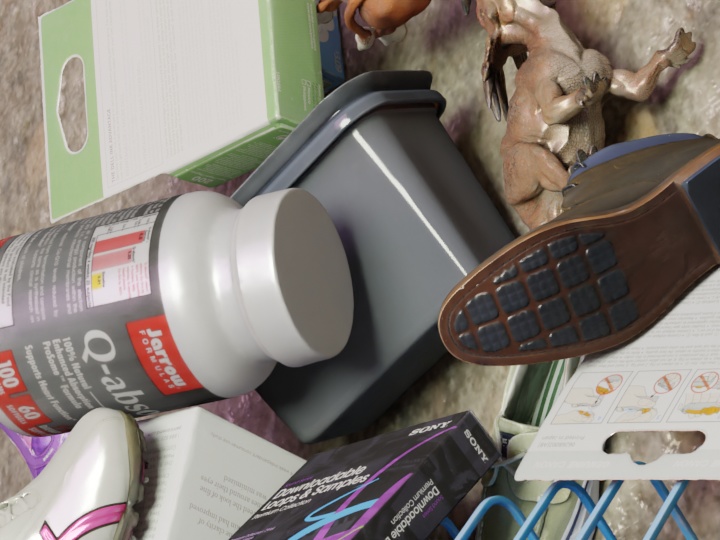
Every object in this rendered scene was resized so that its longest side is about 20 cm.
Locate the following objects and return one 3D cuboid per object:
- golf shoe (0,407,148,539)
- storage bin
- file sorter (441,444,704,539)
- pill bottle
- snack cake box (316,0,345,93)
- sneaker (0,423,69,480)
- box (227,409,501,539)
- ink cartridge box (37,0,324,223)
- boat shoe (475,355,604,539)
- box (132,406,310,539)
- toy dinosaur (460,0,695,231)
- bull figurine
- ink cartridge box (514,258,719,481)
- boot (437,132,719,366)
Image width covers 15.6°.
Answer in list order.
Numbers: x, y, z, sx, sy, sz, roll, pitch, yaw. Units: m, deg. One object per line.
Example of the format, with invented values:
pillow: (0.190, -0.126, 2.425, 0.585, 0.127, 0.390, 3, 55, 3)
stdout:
golf shoe: (-0.186, 0.159, 1.419, 0.201, 0.092, 0.073, -61, 29, 0)
storage bin: (0.000, 0.000, 1.542, 0.200, 0.145, 0.135, -44, 75, 24)
file sorter: (0.107, 0.181, 1.308, 0.199, 0.123, 0.139, -19, 21, 40)
pill bottle: (-0.113, 0.020, 1.461, 0.199, 0.116, 0.117, -13, 63, 25)
snack cake box: (-0.079, -0.211, 1.712, 0.067, 0.115, 0.201, -28, 55, 34)
sneaker: (-0.221, 0.086, 1.752, 0.080, 0.088, 0.201, -44, 48, 22)
box: (-0.032, 0.152, 1.371, 0.143, 0.036, 0.200, -20, 17, 48)
ink cartridge box: (-0.111, -0.120, 1.593, 0.199, 0.048, 0.147, -23, 64, 39)
boat shoe: (0.096, 0.095, 1.441, 0.072, 0.062, 0.202, 12, 84, 47)
box: (-0.088, 0.202, 1.478, 0.106, 0.152, 0.201, -14, 54, 48)
toy dinosaur: (0.106, -0.079, 1.494, 0.135, 0.085, 0.202, 3, 84, 50)
bull figurine: (0.053, -0.203, 1.568, 0.065, 0.200, 0.121, 51, 157, 5)
ink cartridge box: (0.189, 0.046, 1.311, 0.161, 0.050, 0.200, -5, 41, 44)
boot: (0.125, -0.013, 1.363, 0.199, 0.075, 0.097, -24, 16, -4)
